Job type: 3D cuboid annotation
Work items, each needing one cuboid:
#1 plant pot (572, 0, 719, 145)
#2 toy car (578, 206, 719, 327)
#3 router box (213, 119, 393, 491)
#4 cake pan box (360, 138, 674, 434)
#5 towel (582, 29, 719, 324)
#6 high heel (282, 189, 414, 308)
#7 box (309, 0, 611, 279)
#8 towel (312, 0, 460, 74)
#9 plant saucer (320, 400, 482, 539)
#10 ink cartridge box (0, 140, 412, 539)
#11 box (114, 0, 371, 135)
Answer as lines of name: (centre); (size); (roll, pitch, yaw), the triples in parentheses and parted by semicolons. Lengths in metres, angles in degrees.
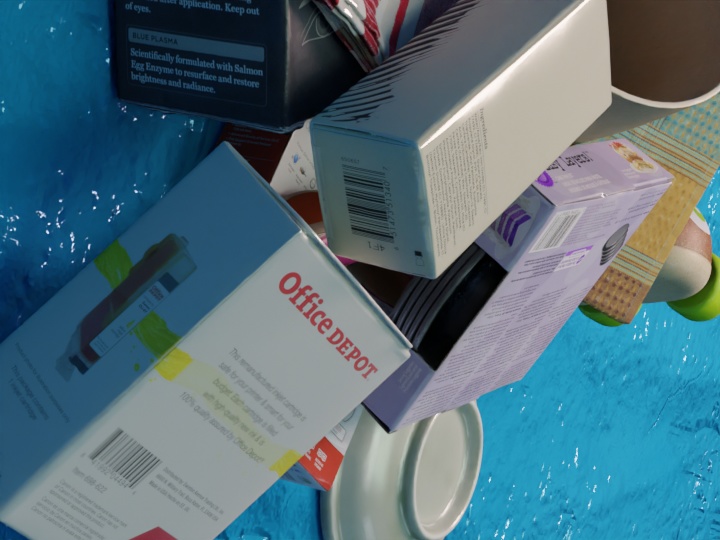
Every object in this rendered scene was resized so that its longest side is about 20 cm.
plant pot: (0.112, -0.150, 1.191); (0.186, 0.200, 0.189); (13, 64, -27)
toy car: (0.203, -0.076, 1.463); (0.164, 0.157, 0.202); (28, 64, -49)
router box: (-0.043, 0.011, 1.138); (0.200, 0.048, 0.181); (52, 55, -53)
cake pan box: (0.094, 0.007, 1.172); (0.199, 0.052, 0.185); (-16, 143, -58)
towel: (0.187, -0.074, 1.301); (0.146, 0.022, 0.201); (26, 95, -37)
high heel: (0.000, 0.000, 1.095); (0.199, 0.067, 0.097); (-17, 117, -55)
box: (0.058, -0.083, 0.981); (0.200, 0.068, 0.083); (-42, 135, -44)
towel: (0.017, -0.185, 0.970); (0.200, 0.023, 0.145); (46, 59, -55)
plant saucer: (0.042, 0.135, 1.331); (0.200, 0.050, 0.202); (-27, 122, -55)
ink cartridge box: (-0.090, 0.055, 0.946); (0.200, 0.083, 0.145); (-42, 144, -1)
box: (-0.033, -0.199, 1.015); (0.196, 0.116, 0.202); (-27, 124, -54)
